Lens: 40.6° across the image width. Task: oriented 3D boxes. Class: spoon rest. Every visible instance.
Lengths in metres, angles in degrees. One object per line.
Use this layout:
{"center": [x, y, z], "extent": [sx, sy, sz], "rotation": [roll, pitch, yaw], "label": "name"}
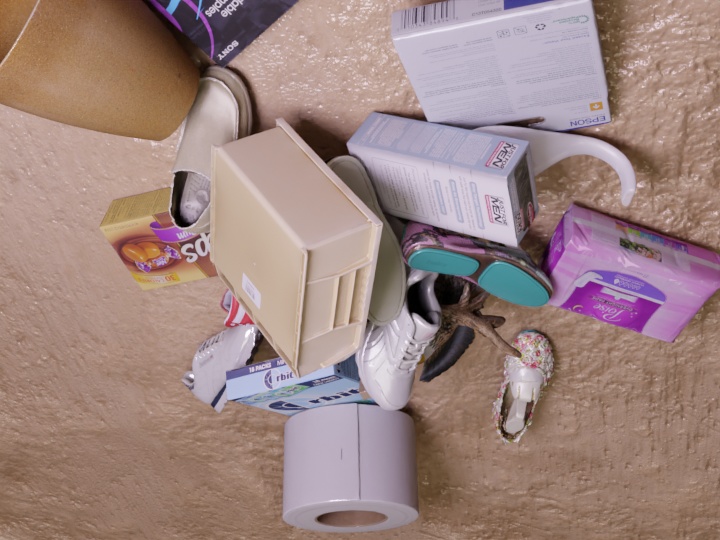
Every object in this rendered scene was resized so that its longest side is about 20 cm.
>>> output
{"center": [0.206, -0.122, 1.078], "extent": [0.197, 0.061, 0.100], "rotation": [13, 158, 6], "label": "spoon rest"}

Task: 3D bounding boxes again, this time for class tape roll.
{"center": [-0.015, 0.295, 1.431], "extent": [0.199, 0.141, 0.203], "rotation": [-1, 154, 0], "label": "tape roll"}

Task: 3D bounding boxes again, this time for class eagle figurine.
{"center": [0.095, 0.071, 1.264], "extent": [0.200, 0.149, 0.154], "rotation": [-24, 87, 66], "label": "eagle figurine"}

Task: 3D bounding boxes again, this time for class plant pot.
{"center": [-0.274, -0.220, 1.009], "extent": [0.199, 0.189, 0.185], "rotation": [29, 134, -36], "label": "plant pot"}

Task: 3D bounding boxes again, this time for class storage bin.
{"center": [-0.079, -0.021, 1.069], "extent": [0.093, 0.200, 0.200], "rotation": [-22, 141, -28], "label": "storage bin"}

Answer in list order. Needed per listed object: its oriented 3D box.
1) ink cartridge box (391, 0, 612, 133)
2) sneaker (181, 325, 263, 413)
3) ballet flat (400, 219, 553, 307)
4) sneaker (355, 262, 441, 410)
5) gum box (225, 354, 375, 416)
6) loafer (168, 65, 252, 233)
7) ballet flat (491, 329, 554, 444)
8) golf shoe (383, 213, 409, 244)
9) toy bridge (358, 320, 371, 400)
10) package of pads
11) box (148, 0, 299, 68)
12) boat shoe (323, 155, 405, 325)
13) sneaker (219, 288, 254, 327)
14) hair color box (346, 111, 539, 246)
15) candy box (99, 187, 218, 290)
{"center": [0.151, -0.208, 1.003], "extent": [0.193, 0.044, 0.200], "rotation": [-7, 153, 17], "label": "ink cartridge box"}
{"center": [-0.197, 0.124, 1.393], "extent": [0.080, 0.077, 0.201], "rotation": [35, 128, 2], "label": "sneaker"}
{"center": [0.138, -0.018, 1.128], "extent": [0.197, 0.072, 0.069], "rotation": [16, 142, -18], "label": "ballet flat"}
{"center": [0.052, 0.076, 1.159], "extent": [0.077, 0.099, 0.203], "rotation": [-7, 105, -36], "label": "sneaker"}
{"center": [-0.062, 0.159, 1.354], "extent": [0.168, 0.045, 0.200], "rotation": [-15, 157, 24], "label": "gum box"}
{"center": [-0.173, -0.129, 1.102], "extent": [0.075, 0.068, 0.203], "rotation": [15, 114, 9], "label": "loafer"}
{"center": [0.228, 0.171, 1.357], "extent": [0.074, 0.064, 0.202], "rotation": [7, 134, 5], "label": "ballet flat"}
{"center": [0.000, 0.000, 1.219], "extent": [0.076, 0.089, 0.200], "rotation": [27, 132, -13], "label": "golf shoe"}
{"center": [-0.003, 0.088, 1.225], "extent": [0.066, 0.027, 0.201], "rotation": [-16, 128, 18], "label": "toy bridge"}
{"center": [0.317, 0.007, 1.171], "extent": [0.197, 0.076, 0.121], "rotation": [17, 135, -5], "label": "package of pads"}
{"center": [-0.164, -0.315, 0.978], "extent": [0.142, 0.036, 0.199], "rotation": [-31, 123, 34], "label": "box"}
{"center": [-0.007, -0.034, 1.108], "extent": [0.066, 0.074, 0.201], "rotation": [16, 133, 60], "label": "boat shoe"}
{"center": [-0.125, 0.064, 1.294], "extent": [0.111, 0.072, 0.201], "rotation": [-3, 143, -1], "label": "sneaker"}
{"center": [0.090, -0.102, 1.064], "extent": [0.198, 0.061, 0.100], "rotation": [17, 144, 31], "label": "hair color box"}
{"center": [-0.214, -0.048, 1.234], "extent": [0.197, 0.057, 0.117], "rotation": [-9, 131, 21], "label": "candy box"}
